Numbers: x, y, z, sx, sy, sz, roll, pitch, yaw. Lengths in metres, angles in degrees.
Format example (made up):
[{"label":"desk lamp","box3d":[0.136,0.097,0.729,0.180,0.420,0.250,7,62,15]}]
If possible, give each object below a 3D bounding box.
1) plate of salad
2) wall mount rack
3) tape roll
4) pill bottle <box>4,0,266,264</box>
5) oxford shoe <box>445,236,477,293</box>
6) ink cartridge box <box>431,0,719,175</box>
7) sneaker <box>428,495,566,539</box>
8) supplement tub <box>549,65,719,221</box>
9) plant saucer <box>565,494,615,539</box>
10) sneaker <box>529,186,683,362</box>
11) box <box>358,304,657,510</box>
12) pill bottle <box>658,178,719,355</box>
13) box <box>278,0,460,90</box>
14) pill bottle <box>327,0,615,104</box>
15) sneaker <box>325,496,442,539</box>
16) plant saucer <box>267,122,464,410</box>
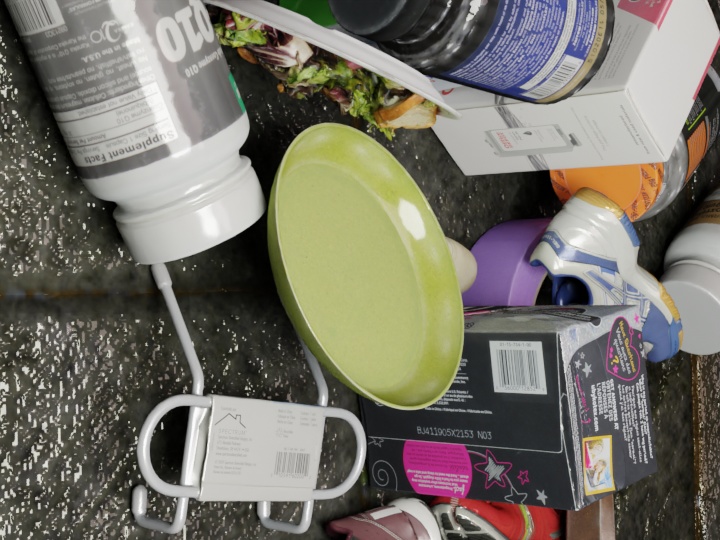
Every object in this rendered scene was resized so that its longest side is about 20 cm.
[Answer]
[{"label":"plate of salad","box3d":[-0.026,-0.133,0.905,0.199,0.200,0.048,19,96,-44]},{"label":"wall mount rack","box3d":[-0.084,0.089,0.919,0.199,0.074,0.175,12,84,-45]},{"label":"tape roll","box3d":[0.164,0.055,1.179,0.199,0.065,0.202,2,87,-47]},{"label":"pill bottle","box3d":[-0.137,-0.114,0.838,0.113,0.113,0.201,-37,115,-40]},{"label":"oxford shoe","box3d":[0.033,-0.003,1.036,0.199,0.073,0.071,3,87,-46]},{"label":"ink cartridge box","box3d":[0.170,-0.160,1.097,0.083,0.199,0.147,51,55,-34]},{"label":"sneaker","box3d":[0.113,0.203,1.123,0.200,0.076,0.086,33,60,-52]},{"label":"supplement tub","box3d":[0.246,-0.120,1.205,0.200,0.122,0.123,-41,117,-53]},{"label":"plant saucer","box3d":[0.202,0.250,1.180,0.200,0.034,0.202,-2,90,-76]},{"label":"sneaker","box3d":[0.202,0.022,1.137,0.088,0.075,0.200,-45,126,-10]},{"label":"box","box3d":[0.107,0.095,1.020,0.114,0.199,0.133,-12,97,-47]},{"label":"pill bottle","box3d":[0.371,-0.010,1.361,0.200,0.114,0.115,-45,119,-37]},{"label":"box","box3d":[0.033,-0.257,1.035,0.176,0.096,0.202,11,79,-43]},{"label":"pill bottle","box3d":[0.076,-0.183,0.927,0.199,0.111,0.113,7,84,-45]},{"label":"sneaker","box3d":[0.010,0.275,1.000,0.115,0.076,0.202,-3,74,-30]},{"label":"plant saucer","box3d":[0.000,0.000,0.906,0.200,0.031,0.201,33,46,-41]}]
